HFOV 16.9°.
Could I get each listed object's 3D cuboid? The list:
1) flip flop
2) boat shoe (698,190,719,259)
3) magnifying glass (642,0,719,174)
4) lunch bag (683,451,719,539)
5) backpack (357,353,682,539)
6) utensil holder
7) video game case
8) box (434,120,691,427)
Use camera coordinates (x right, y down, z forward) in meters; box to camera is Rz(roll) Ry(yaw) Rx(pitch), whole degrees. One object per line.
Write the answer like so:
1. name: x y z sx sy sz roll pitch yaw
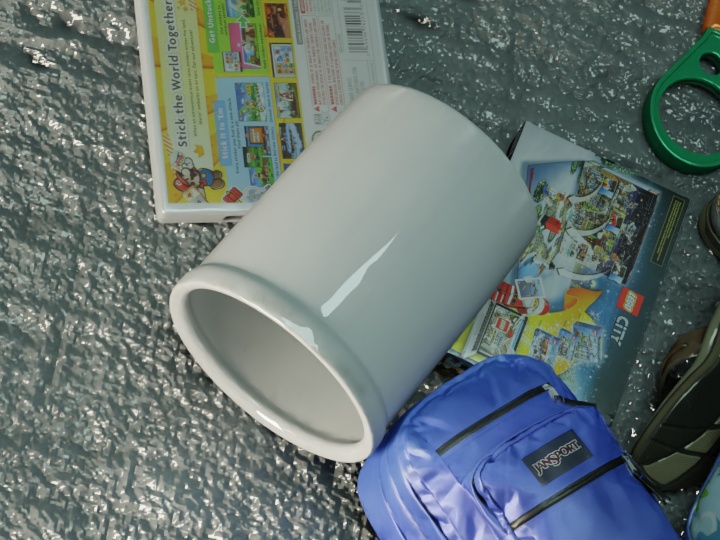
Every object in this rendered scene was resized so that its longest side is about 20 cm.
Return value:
1. flip flop: 0.249 0.066 1.720 0.081 0.058 0.200 35 77 -36
2. boat shoe: 0.338 0.008 1.770 0.200 0.068 0.075 39 63 2
3. magnifying glass: 0.268 -0.162 1.852 0.079 0.022 0.200 21 65 -7
4. lunch bag: 0.328 0.140 1.653 0.160 0.082 0.200 16 65 38
5. backpack: 0.110 0.154 1.588 0.162 0.168 0.200 -27 73 -31
6. utensil holder: 0.000 0.000 1.610 0.170 0.170 0.200 40 66 3
7. video game case: -0.066 -0.129 1.737 0.181 0.023 0.201 -1 69 -17
8. box: 0.142 0.007 1.730 0.136 0.038 0.200 26 63 -4
